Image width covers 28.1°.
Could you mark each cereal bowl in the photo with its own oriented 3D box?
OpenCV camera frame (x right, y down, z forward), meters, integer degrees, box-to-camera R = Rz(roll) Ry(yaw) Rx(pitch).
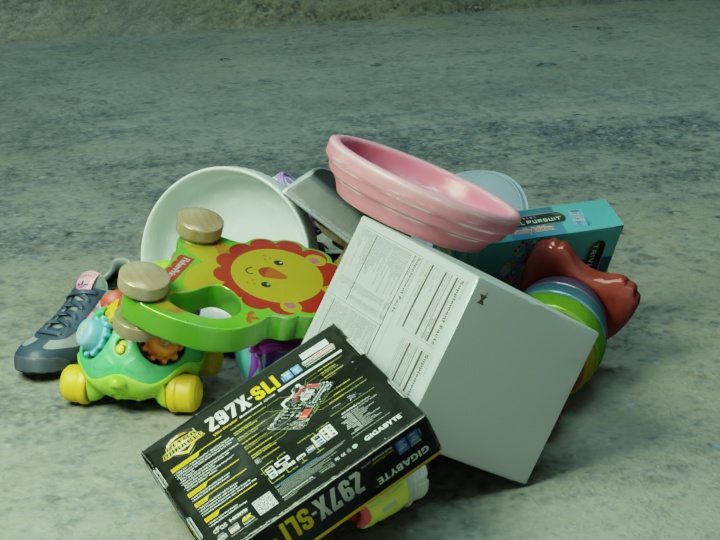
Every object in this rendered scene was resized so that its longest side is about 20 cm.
[{"bbox_3d":[-0.131,-0.013,1.551,0.199,0.201,0.083,8,5,21],"label":"cereal bowl"}]

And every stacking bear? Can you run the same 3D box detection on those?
[{"bbox_3d":[0.184,0.077,1.409,0.121,0.114,0.200,29,36,5],"label":"stacking bear"}]

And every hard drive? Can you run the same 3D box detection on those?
[{"bbox_3d":[-0.007,-0.058,1.529,0.135,0.042,0.200,37,7,7],"label":"hard drive"}]

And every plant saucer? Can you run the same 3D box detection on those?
[{"bbox_3d":[0.055,-0.070,1.390,0.200,0.051,0.201,23,12,-5],"label":"plant saucer"}]

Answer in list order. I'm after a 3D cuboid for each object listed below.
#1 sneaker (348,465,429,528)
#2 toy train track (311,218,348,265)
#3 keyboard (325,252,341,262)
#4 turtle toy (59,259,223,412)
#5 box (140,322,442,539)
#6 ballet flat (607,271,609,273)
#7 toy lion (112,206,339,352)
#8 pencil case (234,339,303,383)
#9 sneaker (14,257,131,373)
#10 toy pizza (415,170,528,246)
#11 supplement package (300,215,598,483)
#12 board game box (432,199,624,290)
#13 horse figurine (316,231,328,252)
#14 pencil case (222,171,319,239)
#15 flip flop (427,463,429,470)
[{"bbox_3d":[-0.046,0.165,1.215,0.199,0.079,0.090,9,31,34],"label":"sneaker"},{"bbox_3d":[0.000,0.000,1.495,0.114,0.033,0.200,31,7,-21],"label":"toy train track"},{"bbox_3d":[-0.077,0.008,1.680,0.104,0.040,0.200,-15,5,-18],"label":"keyboard"},{"bbox_3d":[-0.213,0.062,1.446,0.145,0.102,0.200,3,25,11],"label":"turtle toy"},{"bbox_3d":[-0.058,0.146,1.156,0.200,0.049,0.160,-34,36,-12],"label":"box"},{"bbox_3d":[0.220,-0.002,1.687,0.199,0.075,0.074,7,21,20],"label":"ballet flat"},{"bbox_3d":[-0.113,0.020,1.382,0.191,0.069,0.200,20,31,11],"label":"toy lion"},{"bbox_3d":[-0.022,0.079,1.430,0.199,0.085,0.092,-8,-24,-17],"label":"pencil case"},{"bbox_3d":[-0.303,0.046,1.537,0.070,0.082,0.200,8,21,21],"label":"sneaker"},{"bbox_3d":[0.112,-0.035,1.706,0.199,0.032,0.201,-21,43,21],"label":"toy pizza"},{"bbox_3d":[0.073,0.068,1.292,0.151,0.151,0.200,24,4,-34],"label":"supplement package"},{"bbox_3d":[0.166,0.006,1.534,0.199,0.151,0.047,-8,45,-22],"label":"board game box"},{"bbox_3d":[-0.074,-0.047,1.735,0.132,0.050,0.200,-25,10,10],"label":"horse figurine"},{"bbox_3d":[-0.138,-0.036,1.644,0.199,0.084,0.086,-31,15,14],"label":"pencil case"},{"bbox_3d":[-0.017,0.139,1.306,0.081,0.058,0.200,-16,25,-38],"label":"flip flop"}]
